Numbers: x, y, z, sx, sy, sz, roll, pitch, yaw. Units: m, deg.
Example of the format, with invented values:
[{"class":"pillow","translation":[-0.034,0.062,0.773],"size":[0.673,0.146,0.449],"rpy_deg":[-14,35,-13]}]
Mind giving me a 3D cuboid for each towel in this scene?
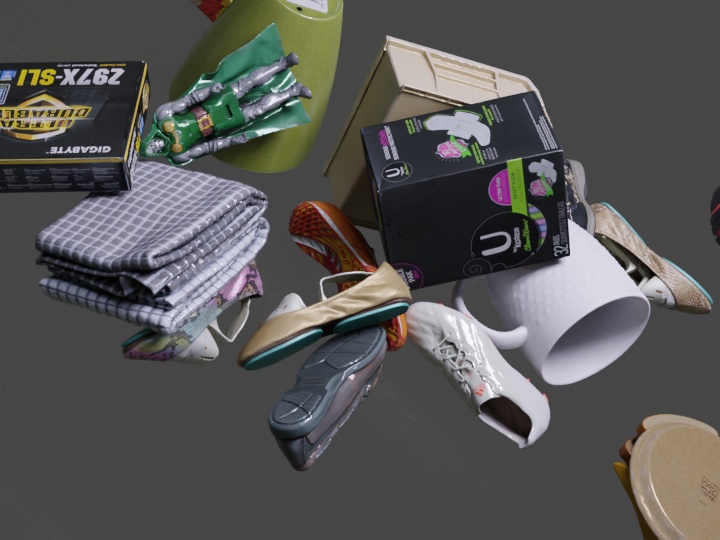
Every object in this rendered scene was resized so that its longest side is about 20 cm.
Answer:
[{"class":"towel","translation":[-0.209,-0.035,1.494],"size":[0.165,0.086,0.200],"rpy_deg":[16,37,26]}]

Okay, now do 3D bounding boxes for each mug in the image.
[{"class":"mug","translation":[0.198,0.026,1.692],"size":[0.200,0.148,0.176],"rpy_deg":[-19,55,-22]}]

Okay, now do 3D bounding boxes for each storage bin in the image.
[{"class":"storage bin","translation":[0.087,-0.139,1.714],"size":[0.198,0.200,0.094],"rpy_deg":[12,37,-21]}]

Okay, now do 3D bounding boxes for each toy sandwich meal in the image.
[{"class":"toy sandwich meal","translation":[0.359,0.251,1.636],"size":[0.205,0.070,0.206],"rpy_deg":[17,49,-20]}]

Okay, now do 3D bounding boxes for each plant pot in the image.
[{"class":"plant pot","translation":[-0.100,-0.249,1.712],"size":[0.187,0.200,0.187],"rpy_deg":[17,44,-17]}]

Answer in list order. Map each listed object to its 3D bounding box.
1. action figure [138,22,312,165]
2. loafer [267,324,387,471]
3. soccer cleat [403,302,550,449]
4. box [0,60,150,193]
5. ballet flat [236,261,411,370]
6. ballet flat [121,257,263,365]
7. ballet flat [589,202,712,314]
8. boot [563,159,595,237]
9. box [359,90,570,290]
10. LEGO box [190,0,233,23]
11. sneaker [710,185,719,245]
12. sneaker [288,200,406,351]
[{"class":"action figure","translation":[-0.150,-0.168,1.590],"size":[0.200,0.055,0.118],"rpy_deg":[-30,110,-18]},{"class":"loafer","translation":[-0.031,0.127,1.525],"size":[0.072,0.063,0.200],"rpy_deg":[3,30,31]},{"class":"soccer cleat","translation":[0.124,0.110,1.608],"size":[0.200,0.069,0.078],"rpy_deg":[41,31,-2]},{"class":"box","translation":[-0.325,-0.150,1.539],"size":[0.199,0.049,0.160],"rpy_deg":[0,44,4]},{"class":"ballet flat","translation":[-0.045,0.045,1.547],"size":[0.200,0.069,0.063],"rpy_deg":[-19,74,-20]},{"class":"ballet flat","translation":[-0.158,0.051,1.511],"size":[0.071,0.069,0.200],"rpy_deg":[58,42,-11]},{"class":"ballet flat","translation":[0.348,0.001,1.868],"size":[0.200,0.071,0.065],"rpy_deg":[42,69,13]},{"class":"boot","translation":[0.205,-0.083,1.842],"size":[0.153,0.074,0.204],"rpy_deg":[18,39,-13]},{"class":"box","translation":[0.114,-0.085,1.618],"size":[0.199,0.149,0.124],"rpy_deg":[-12,39,-1]},{"class":"LEGO box","translation":[-0.128,-0.386,1.911],"size":[0.149,0.077,0.200],"rpy_deg":[45,44,13]},{"class":"sneaker","translation":[0.548,-0.034,2.018],"size":[0.087,0.074,0.200],"rpy_deg":[-9,60,-53]},{"class":"sneaker","translation":[0.000,0.000,1.644],"size":[0.077,0.073,0.200],"rpy_deg":[-3,57,-53]}]
